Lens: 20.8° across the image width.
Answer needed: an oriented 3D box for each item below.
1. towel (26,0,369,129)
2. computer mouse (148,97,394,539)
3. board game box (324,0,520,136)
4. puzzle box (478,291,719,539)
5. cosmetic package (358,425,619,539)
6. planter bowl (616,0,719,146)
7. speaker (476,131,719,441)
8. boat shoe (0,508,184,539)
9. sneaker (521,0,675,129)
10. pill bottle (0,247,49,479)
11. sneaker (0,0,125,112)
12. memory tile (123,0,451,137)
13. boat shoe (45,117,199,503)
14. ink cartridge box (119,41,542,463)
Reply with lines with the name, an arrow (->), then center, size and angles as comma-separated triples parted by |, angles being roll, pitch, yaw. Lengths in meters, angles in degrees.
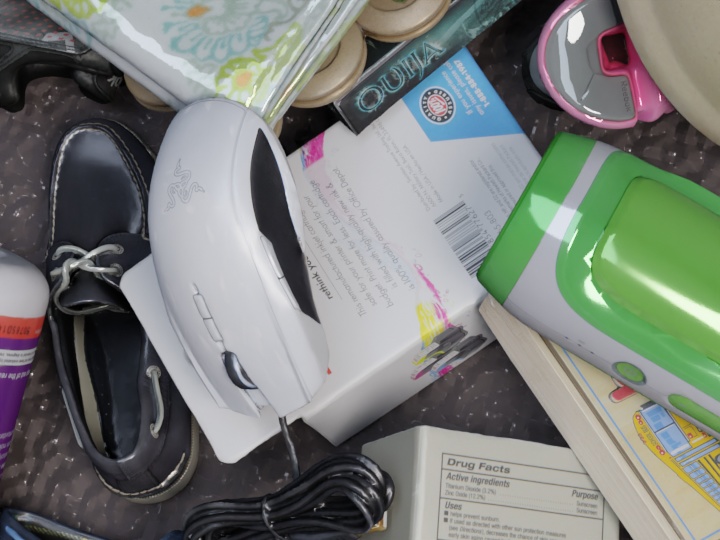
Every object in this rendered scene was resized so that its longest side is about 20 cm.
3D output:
towel -> -0.074, -0.172, 0.878 | 0.199, 0.048, 0.172 | 36, 81, 11
computer mouse -> -0.053, 0.028, 0.837 | 0.109, 0.044, 0.202 | -9, 100, 38
board game box -> 0.040, -0.164, 0.951 | 0.200, 0.028, 0.135 | -39, 41, -3
puzzle box -> 0.158, 0.067, 0.864 | 0.132, 0.025, 0.201 | -23, 68, -29
cosmetic package -> 0.050, 0.176, 0.850 | 0.103, 0.073, 0.202 | 11, 74, -20
planter bowl -> 0.221, -0.148, 0.816 | 0.199, 0.135, 0.202 | 2, 86, -25
speaker -> 0.151, 0.022, 0.823 | 0.199, 0.088, 0.089 | 31, 84, 3
boat shoe -> -0.091, 0.153, 0.903 | 0.198, 0.084, 0.069 | 7, 94, 13
sneaker -> 0.165, -0.110, 0.920 | 0.198, 0.095, 0.080 | -9, 89, -14
pill bottle -> -0.223, 0.081, 0.929 | 0.112, 0.112, 0.202 | 17, 94, 17
sneaker -> -0.119, -0.141, 1.000 | 0.199, 0.071, 0.099 | -21, 88, -4
memory tile -> -0.030, -0.145, 0.920 | 0.200, 0.017, 0.153 | -39, 58, -3
boat shoe -> -0.120, 0.011, 0.961 | 0.072, 0.063, 0.202 | -13, 73, 9
ink cartridge box -> 0.000, 0.000, 0.932 | 0.199, 0.068, 0.116 | -34, 69, 2
